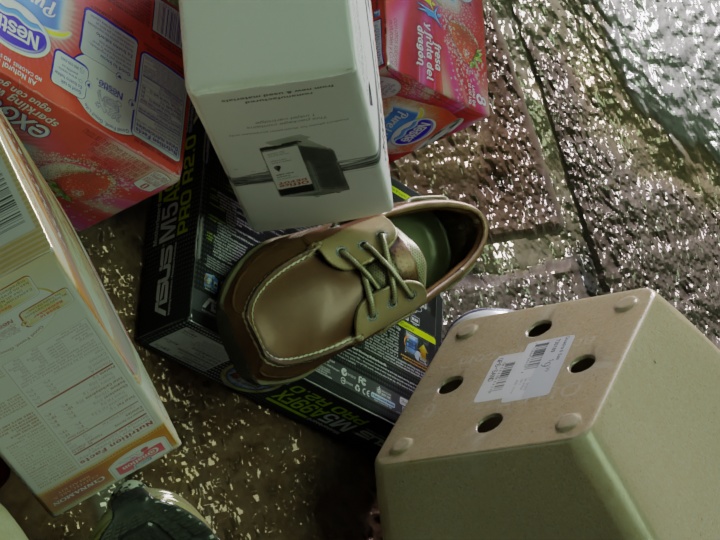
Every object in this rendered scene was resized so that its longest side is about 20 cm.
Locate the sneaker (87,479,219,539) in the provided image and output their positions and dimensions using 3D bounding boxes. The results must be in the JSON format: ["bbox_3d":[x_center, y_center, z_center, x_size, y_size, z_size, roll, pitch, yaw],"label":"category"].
[{"bbox_3d":[-0.105,0.136,1.046,0.077,0.200,0.089,-24,64,-11],"label":"sneaker"}]

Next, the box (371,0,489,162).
[{"bbox_3d":[0.009,-0.177,1.354,0.095,0.099,0.201,22,56,-42],"label":"box"}]

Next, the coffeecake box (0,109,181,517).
[{"bbox_3d":[-0.163,-0.004,0.974,0.154,0.073,0.200,59,-4,29],"label":"coffeecake box"}]

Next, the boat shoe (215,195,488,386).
[{"bbox_3d":[0.000,0.000,1.206,0.200,0.074,0.076,-32,97,-51],"label":"boat shoe"}]

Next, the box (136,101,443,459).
[{"bbox_3d":[-0.033,0.001,1.263,0.200,0.044,0.161,29,51,-39],"label":"box"}]

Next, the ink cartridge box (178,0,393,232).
[{"bbox_3d":[-0.037,-0.122,1.126,0.200,0.082,0.148,71,12,-72],"label":"ink cartridge box"}]

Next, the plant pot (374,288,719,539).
[{"bbox_3d":[0.119,0.126,1.232,0.178,0.199,0.200,61,38,-23],"label":"plant pot"}]

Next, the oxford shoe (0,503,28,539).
[{"bbox_3d":[-0.120,0.176,0.933,0.071,0.074,0.201,-33,97,-51],"label":"oxford shoe"}]

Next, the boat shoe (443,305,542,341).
[{"bbox_3d":[0.120,0.058,1.409,0.199,0.071,0.070,21,30,-38],"label":"boat shoe"}]

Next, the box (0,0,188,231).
[{"bbox_3d":[-0.184,-0.111,1.085,0.200,0.095,0.100,30,49,-38],"label":"box"}]

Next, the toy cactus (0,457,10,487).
[{"bbox_3d":[-0.253,0.065,0.954,0.200,0.102,0.165,-23,71,-49],"label":"toy cactus"}]
